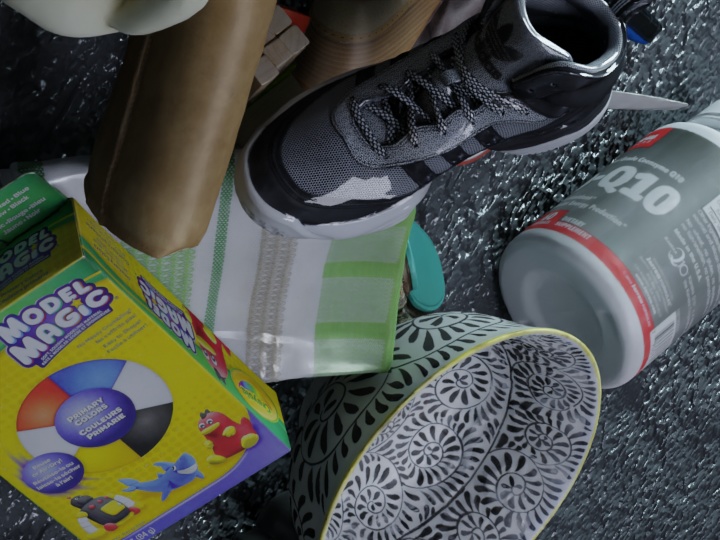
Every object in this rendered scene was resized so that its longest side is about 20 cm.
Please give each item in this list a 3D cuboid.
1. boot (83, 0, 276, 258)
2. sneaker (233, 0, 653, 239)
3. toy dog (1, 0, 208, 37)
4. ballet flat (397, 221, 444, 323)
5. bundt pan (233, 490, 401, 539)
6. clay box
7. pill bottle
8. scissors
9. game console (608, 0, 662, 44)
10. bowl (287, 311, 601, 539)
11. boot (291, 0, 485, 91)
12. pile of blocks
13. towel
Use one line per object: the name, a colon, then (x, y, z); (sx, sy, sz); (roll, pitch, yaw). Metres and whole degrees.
boot: (-0.052, -0.096, 0.911); (0.066, 0.175, 0.201); (14, 108, -18)
sneaker: (0.039, -0.083, 1.001); (0.200, 0.076, 0.114); (-22, 166, -22)
toy dog: (-0.125, -0.198, 0.830); (0.139, 0.194, 0.201); (-14, 128, -30)
ballet flat: (0.000, 0.000, 1.218); (0.200, 0.075, 0.068); (12, 64, -83)
bundt pan: (-0.022, 0.202, 1.350); (0.202, 0.076, 0.202); (-30, 136, -35)
clay box: (-0.135, 0.049, 1.047); (0.115, 0.048, 0.200); (-33, 133, 13)
pill bottle: (0.193, -0.023, 1.419); (0.200, 0.114, 0.114); (-37, 140, -30)
scissors: (0.125, -0.108, 1.321); (0.199, 0.014, 0.073); (-13, 127, -29)
game console: (0.087, -0.226, 1.046); (0.118, 0.171, 0.200); (-46, 146, 11)
bowl: (0.028, 0.091, 1.219); (0.200, 0.094, 0.201); (-28, 140, -27)
boot: (0.028, -0.118, 1.204); (0.200, 0.072, 0.167); (-31, 150, -38)
pile of blocks: (-0.057, -0.080, 1.097); (0.062, 0.082, 0.200); (-40, 156, -27)
towel: (-0.074, 0.004, 1.073); (0.199, 0.031, 0.150); (-3, 134, -12)
